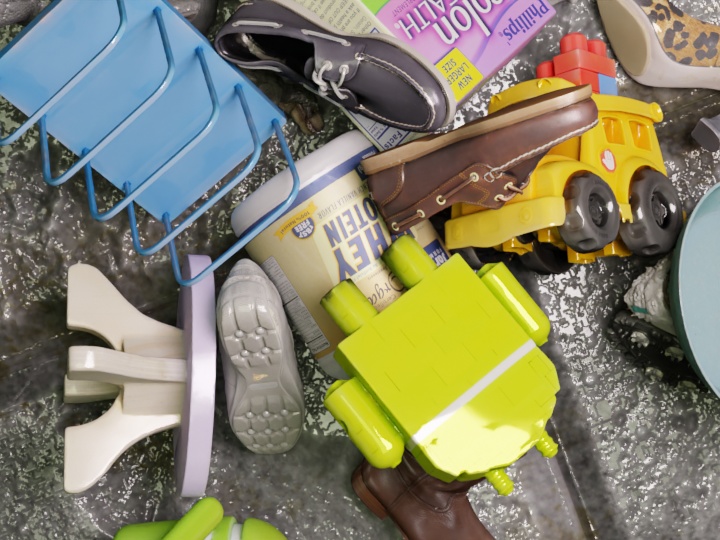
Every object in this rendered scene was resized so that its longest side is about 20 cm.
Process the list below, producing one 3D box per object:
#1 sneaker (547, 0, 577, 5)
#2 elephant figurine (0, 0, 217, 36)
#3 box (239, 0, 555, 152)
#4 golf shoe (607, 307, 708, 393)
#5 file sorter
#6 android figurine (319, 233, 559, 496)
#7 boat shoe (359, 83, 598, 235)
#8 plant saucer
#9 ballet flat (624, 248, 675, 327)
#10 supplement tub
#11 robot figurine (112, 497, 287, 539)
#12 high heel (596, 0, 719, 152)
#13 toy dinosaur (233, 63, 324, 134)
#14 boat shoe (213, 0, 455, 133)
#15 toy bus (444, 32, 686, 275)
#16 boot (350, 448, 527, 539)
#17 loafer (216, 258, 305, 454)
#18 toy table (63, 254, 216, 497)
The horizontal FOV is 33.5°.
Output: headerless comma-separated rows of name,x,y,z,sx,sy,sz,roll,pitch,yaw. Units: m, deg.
sneaker,0.168,-0.273,0.974,0.075,0.200,0.093,6,87,17
elephant figurine,-0.193,-0.222,0.963,0.141,0.200,0.156,24,87,4
box,0.030,-0.221,0.981,0.200,0.097,0.176,47,50,-1
golf shoe,0.317,0.065,1.053,0.199,0.077,0.088,21,66,0
file sorter,-0.159,-0.103,0.894,0.139,0.123,0.200,-38,129,14
android figurine,0.065,0.073,0.893,0.182,0.041,0.200,-38,81,-19
boat shoe,0.091,-0.079,0.878,0.199,0.070,0.071,-17,95,41
plant saucer,0.312,0.025,0.973,0.199,0.036,0.201,7,79,-35
ballet flat,0.300,-0.011,1.035,0.199,0.072,0.072,-26,91,-33
supplement tub,0.000,0.000,0.998,0.144,0.144,0.201,-33,91,-1
robot figurine,-0.140,0.269,1.007,0.199,0.116,0.176,-3,119,1
high heel,0.302,-0.214,1.058,0.142,0.071,0.200,-33,82,-19
toy dinosaur,-0.119,-0.150,1.012,0.088,0.200,0.048,-37,58,26
boat shoe,-0.023,-0.147,0.900,0.199,0.073,0.063,29,47,22
toy bus,0.163,-0.098,0.976,0.199,0.135,0.193,0,83,-44
boot,0.097,0.179,0.979,0.186,0.200,0.064,36,47,0
loafer,-0.082,0.077,1.000,0.069,0.070,0.201,-2,134,-2
toy table,-0.185,0.086,0.990,0.116,0.184,0.201,2,65,-15
